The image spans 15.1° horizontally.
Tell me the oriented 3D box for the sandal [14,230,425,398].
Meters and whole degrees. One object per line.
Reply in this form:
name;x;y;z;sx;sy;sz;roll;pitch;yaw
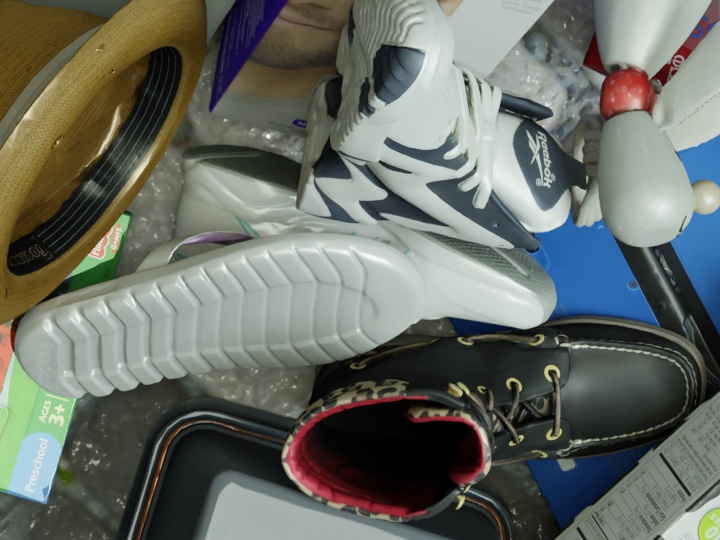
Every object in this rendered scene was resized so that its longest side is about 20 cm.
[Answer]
sandal;-0.070;0.010;1.303;0.201;0.050;0.083;-9;136;6

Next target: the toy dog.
toy dog;0.156;-0.111;1.268;0.096;0.132;0.202;2;91;-4

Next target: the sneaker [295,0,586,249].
sneaker;0.049;-0.065;1.226;0.129;0.199;0.080;10;66;-9

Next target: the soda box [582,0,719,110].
soda box;0.214;-0.096;1.327;0.199;0.070;0.064;20;92;28

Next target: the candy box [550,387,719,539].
candy box;0.197;0.131;1.314;0.200;0.061;0.136;-43;119;7

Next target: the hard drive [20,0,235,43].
hard drive;-0.110;-0.167;1.266;0.131;0.200;0.026;27;62;-9

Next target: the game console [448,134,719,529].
game console;0.165;0.038;1.404;0.170;0.118;0.201;-25;97;25

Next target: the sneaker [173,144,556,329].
sneaker;0.000;0.000;1.347;0.199;0.070;0.081;17;105;11

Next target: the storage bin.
storage bin;-0.019;0.158;1.326;0.199;0.134;0.147;18;90;-8

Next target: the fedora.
fedora;-0.150;-0.069;1.246;0.082;0.201;0.201;33;88;10

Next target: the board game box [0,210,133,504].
board game box;-0.229;0.015;1.337;0.199;0.037;0.152;17;90;-8

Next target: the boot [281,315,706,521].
boot;0.062;0.070;1.296;0.198;0.151;0.074;2;101;11

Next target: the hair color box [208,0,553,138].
hair color box;0.010;-0.125;1.275;0.109;0.200;0.065;14;63;-15
